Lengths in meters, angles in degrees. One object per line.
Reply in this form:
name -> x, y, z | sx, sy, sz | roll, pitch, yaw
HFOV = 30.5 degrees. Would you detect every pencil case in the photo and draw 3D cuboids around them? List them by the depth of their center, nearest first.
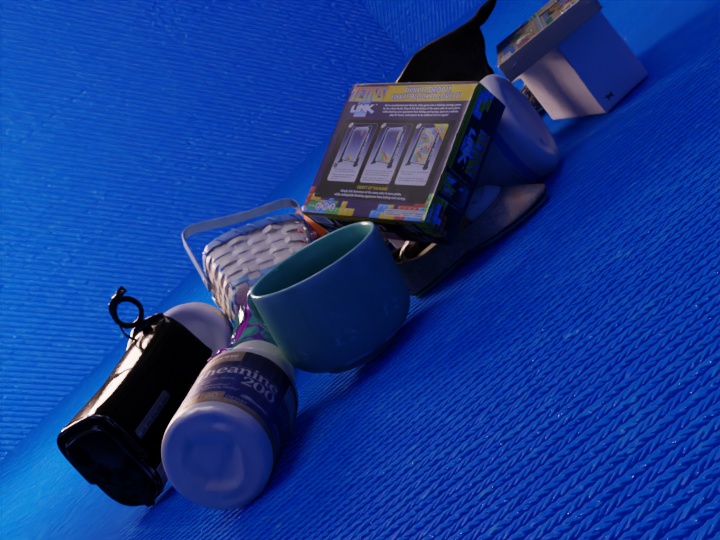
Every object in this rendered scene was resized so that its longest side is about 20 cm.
pencil case -> -0.133, 0.103, 1.633 | 0.085, 0.093, 0.200 | -39, 11, 13

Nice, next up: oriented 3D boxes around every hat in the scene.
hat -> 0.120, -0.252, 1.654 | 0.200, 0.081, 0.201 | -38, 0, 0

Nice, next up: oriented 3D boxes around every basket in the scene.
basket -> -0.144, -0.014, 1.828 | 0.174, 0.140, 0.201 | -17, 49, -10

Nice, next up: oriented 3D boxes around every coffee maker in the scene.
coffee maker -> -0.282, 0.160, 1.625 | 0.135, 0.191, 0.200 | -58, -1, 40

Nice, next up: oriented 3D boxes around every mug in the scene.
mug -> -0.028, 0.035, 1.394 | 0.151, 0.115, 0.185 | -32, 13, -9

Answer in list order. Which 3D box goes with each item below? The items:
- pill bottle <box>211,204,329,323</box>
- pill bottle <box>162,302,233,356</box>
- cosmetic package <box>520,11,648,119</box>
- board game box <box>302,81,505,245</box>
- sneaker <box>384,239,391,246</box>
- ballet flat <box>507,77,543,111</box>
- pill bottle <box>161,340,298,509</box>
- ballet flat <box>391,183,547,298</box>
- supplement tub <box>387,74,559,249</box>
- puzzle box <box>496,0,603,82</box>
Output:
pill bottle -> -0.116, 0.007, 1.946 | 0.200, 0.110, 0.110 | -43, 9, -7
pill bottle -> -0.229, 0.102, 1.832 | 0.114, 0.115, 0.200 | -41, 2, -3
cosmetic package -> 0.259, -0.246, 1.601 | 0.071, 0.102, 0.200 | -41, 10, -4
board game box -> 0.044, -0.119, 1.431 | 0.199, 0.057, 0.167 | 8, 70, 48
sneaker -> 0.053, -0.074, 1.819 | 0.087, 0.076, 0.200 | -12, -20, -41
ballet flat -> 0.190, -0.214, 1.836 | 0.200, 0.072, 0.072 | -39, 9, 15
pill bottle -> -0.124, 0.146, 1.338 | 0.111, 0.111, 0.200 | -38, 10, 19
ballet flat -> 0.106, -0.047, 1.416 | 0.199, 0.067, 0.068 | -38, 12, 20
supplement tub -> 0.114, -0.114, 1.501 | 0.199, 0.132, 0.132 | -38, 10, 21
puzzle box -> 0.218, -0.285, 1.553 | 0.133, 0.025, 0.200 | -38, 10, 14
